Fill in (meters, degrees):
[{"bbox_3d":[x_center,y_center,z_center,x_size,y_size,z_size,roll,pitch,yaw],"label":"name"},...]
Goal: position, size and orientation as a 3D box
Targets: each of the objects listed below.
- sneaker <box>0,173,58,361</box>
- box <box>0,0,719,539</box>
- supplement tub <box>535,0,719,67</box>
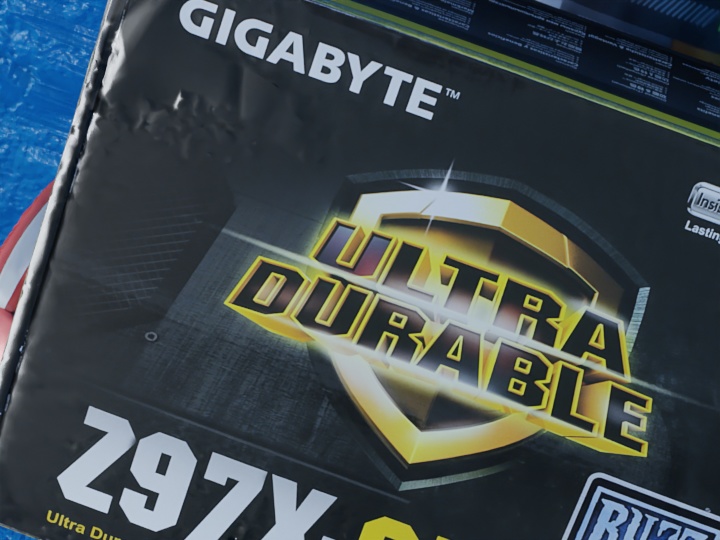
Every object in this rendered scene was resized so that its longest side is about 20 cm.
[{"bbox_3d":[0.000,0.000,0.776,0.200,0.115,0.079,-33,-42,-34],"label":"sneaker"},{"bbox_3d":[0.021,0.016,0.686,0.049,0.199,0.160,-69,0,-63],"label":"box"},{"bbox_3d":[0.088,-0.114,0.721,0.107,0.107,0.201,-76,4,-78],"label":"supplement tub"}]
